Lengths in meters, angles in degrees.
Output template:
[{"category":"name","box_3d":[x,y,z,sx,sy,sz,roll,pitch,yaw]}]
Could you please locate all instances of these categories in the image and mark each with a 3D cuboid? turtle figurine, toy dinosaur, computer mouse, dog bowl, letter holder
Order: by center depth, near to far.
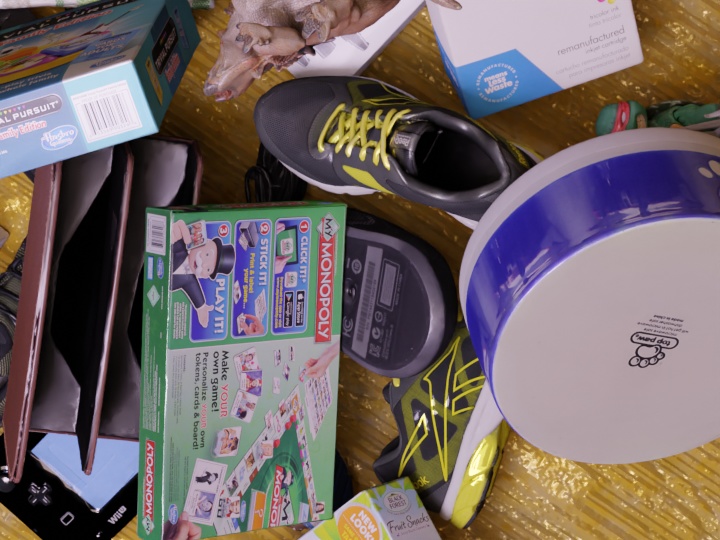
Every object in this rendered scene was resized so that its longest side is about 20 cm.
[{"category":"dog bowl","box_3d":[0.161,0.018,1.317,0.199,0.079,0.201,-7,133,-8]},{"category":"toy dinosaur","box_3d":[-0.022,-0.162,1.330,0.199,0.135,0.086,-8,83,25]},{"category":"letter holder","box_3d":[-0.156,0.023,1.375,0.100,0.142,0.201,7,101,-11]},{"category":"turtle figurine","box_3d":[0.213,-0.060,1.382,0.199,0.101,0.150,19,127,-11]},{"category":"computer mouse","box_3d":[0.000,0.000,1.431,0.200,0.053,0.139,30,114,43]}]

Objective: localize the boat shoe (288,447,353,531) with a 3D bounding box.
[{"category":"boat shoe","box_3d":[-0.076,0.098,1.462,0.072,0.072,0.201,-13,122,23]}]

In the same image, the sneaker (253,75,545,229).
[{"category":"sneaker","box_3d":[0.022,-0.080,1.354,0.199,0.085,0.075,17,83,20]}]

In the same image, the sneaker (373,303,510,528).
[{"category":"sneaker","box_3d":[0.060,0.067,1.445,0.084,0.074,0.201,15,105,8]}]

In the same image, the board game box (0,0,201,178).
[{"category":"board game box","box_3d":[-0.185,-0.112,1.358,0.150,0.200,0.047,-16,109,9]}]

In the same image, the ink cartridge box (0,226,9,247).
[{"category":"ink cartridge box","box_3d":[-0.306,0.013,1.490,0.067,0.116,0.200,38,107,1]}]

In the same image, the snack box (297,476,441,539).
[{"category":"snack box","box_3d":[-0.012,0.244,1.464,0.200,0.053,0.143,-40,73,36]}]

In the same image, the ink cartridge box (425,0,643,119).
[{"category":"ink cartridge box","box_3d":[0.088,-0.203,1.341,0.116,0.067,0.201,-19,124,0]}]

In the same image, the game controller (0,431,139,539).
[{"category":"game controller","box_3d":[-0.162,0.104,1.522,0.104,0.042,0.200,45,107,-1]}]

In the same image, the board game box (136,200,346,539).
[{"category":"board game box","box_3d":[-0.071,0.060,1.376,0.029,0.134,0.201,11,101,48]}]

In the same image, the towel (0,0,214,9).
[{"category":"towel","box_3d":[-0.189,-0.241,1.447,0.199,0.031,0.150,0,100,5]}]

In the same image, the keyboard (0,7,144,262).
[{"category":"keyboard","box_3d":[-0.182,-0.101,1.478,0.104,0.040,0.200,-44,80,4]}]

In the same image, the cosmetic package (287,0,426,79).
[{"category":"cosmetic package","box_3d":[0.020,-0.203,1.413,0.083,0.051,0.200,44,107,-2]}]

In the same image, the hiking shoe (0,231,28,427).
[{"category":"hiking shoe","box_3d":[-0.216,0.030,1.481,0.076,0.101,0.200,33,101,2]}]
